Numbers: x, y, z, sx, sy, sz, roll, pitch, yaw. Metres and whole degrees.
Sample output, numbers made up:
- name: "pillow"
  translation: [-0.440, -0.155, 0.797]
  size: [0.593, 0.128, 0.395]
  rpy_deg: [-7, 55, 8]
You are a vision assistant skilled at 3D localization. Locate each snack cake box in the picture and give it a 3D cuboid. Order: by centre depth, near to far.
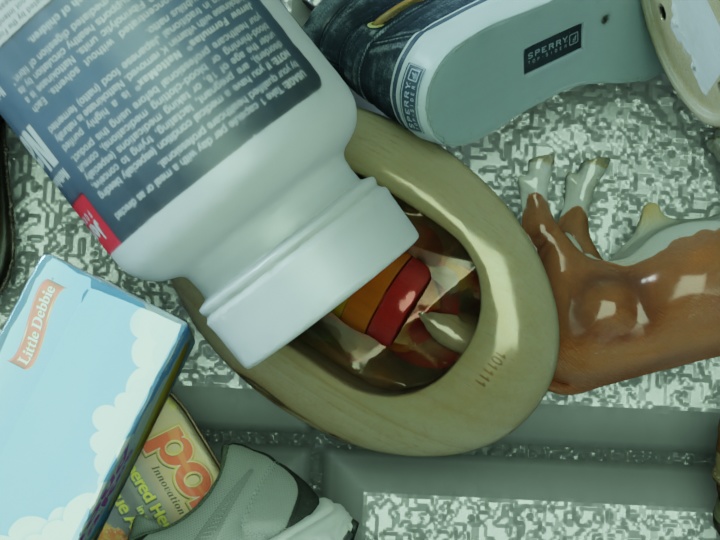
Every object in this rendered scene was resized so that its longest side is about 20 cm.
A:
- name: "snack cake box"
  translation: [-0.142, 0.099, 0.857]
  size: [0.067, 0.115, 0.200]
  rpy_deg: [27, 84, -1]

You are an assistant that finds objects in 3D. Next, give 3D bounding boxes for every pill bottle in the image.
- name: "pill bottle"
  translation: [-0.072, -0.065, 0.834]
  size: [0.120, 0.120, 0.200]
  rpy_deg: [-38, 92, -6]

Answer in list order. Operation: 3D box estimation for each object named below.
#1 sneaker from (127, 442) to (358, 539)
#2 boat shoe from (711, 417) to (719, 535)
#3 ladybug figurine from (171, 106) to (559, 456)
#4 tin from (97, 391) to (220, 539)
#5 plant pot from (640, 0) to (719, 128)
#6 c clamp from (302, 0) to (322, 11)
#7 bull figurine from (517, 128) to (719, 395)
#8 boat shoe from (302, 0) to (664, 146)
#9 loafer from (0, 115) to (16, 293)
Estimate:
- name: "sneaker"
  translation: [-0.093, 0.158, 0.883]
  size: [0.079, 0.074, 0.200]
  rpy_deg: [43, 77, 10]
- name: "boat shoe"
  translation: [0.254, 0.073, 0.930]
  size: [0.200, 0.076, 0.074]
  rpy_deg: [-14, 108, -5]
- name: "ladybug figurine"
  translation: [0.000, 0.000, 0.923]
  size: [0.200, 0.072, 0.136]
  rpy_deg: [37, 100, 9]
- name: "tin"
  translation: [-0.098, 0.133, 0.933]
  size: [0.112, 0.042, 0.200]
  rpy_deg: [-31, 87, -2]
- name: "plant pot"
  translation: [0.229, -0.137, 0.890]
  size: [0.200, 0.187, 0.187]
  rpy_deg: [-20, 86, -12]
- name: "c clamp"
  translation: [0.055, -0.179, 0.975]
  size: [0.171, 0.027, 0.200]
  rpy_deg: [45, 84, 2]
- name: "bull figurine"
  translation: [0.164, -0.007, 0.948]
  size: [0.200, 0.065, 0.122]
  rpy_deg: [-13, 82, -7]
- name: "boat shoe"
  translation: [0.071, -0.120, 0.933]
  size: [0.200, 0.091, 0.071]
  rpy_deg: [-23, 128, -35]
- name: "loafer"
  translation: [-0.190, -0.069, 0.901]
  size: [0.073, 0.071, 0.200]
  rpy_deg: [-18, 108, -28]
